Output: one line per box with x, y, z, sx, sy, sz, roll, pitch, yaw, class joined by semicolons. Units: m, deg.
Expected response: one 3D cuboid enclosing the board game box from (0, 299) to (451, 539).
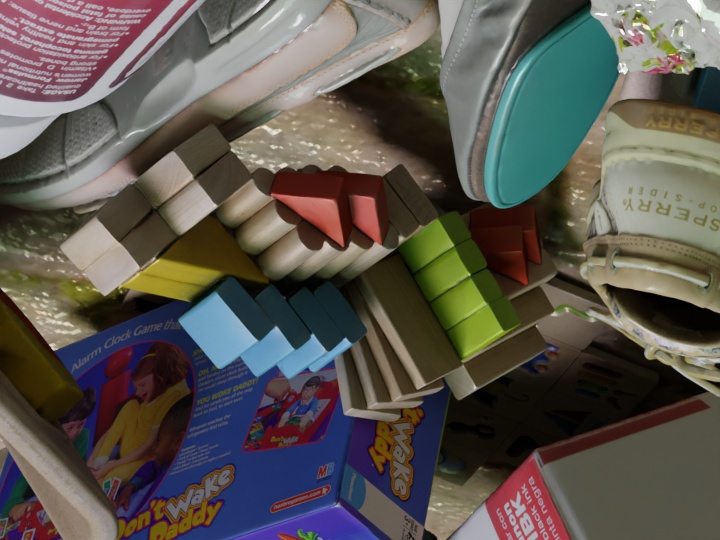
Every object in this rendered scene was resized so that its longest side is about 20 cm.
-0.056;0.069;1.021;0.200;0.135;0.045;-21;131;37;board game box

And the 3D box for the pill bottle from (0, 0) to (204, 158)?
-0.091;-0.114;0.816;0.109;0.110;0.200;28;145;-18;pill bottle

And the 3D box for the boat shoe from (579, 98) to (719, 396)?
0.104;0.002;0.908;0.073;0.063;0.200;11;166;15;boat shoe

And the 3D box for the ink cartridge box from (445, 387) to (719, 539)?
0.101;0.125;1.049;0.144;0.084;0.200;-16;159;-29;ink cartridge box

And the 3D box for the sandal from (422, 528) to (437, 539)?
-0.015;0.086;1.096;0.075;0.048;0.200;29;171;-20;sandal

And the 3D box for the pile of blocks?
0.000;0.000;0.917;0.200;0.082;0.062;7;150;-38;pile of blocks

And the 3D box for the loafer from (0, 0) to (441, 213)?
-0.055;-0.060;0.922;0.063;0.072;0.200;28;143;-31;loafer

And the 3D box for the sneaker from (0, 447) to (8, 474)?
-0.073;0.122;1.204;0.200;0.075;0.081;28;133;-23;sneaker

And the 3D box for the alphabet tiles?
0.009;0.028;1.077;0.199;0.006;0.166;22;147;-8;alphabet tiles

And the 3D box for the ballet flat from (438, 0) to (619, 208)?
0.055;-0.098;0.832;0.064;0.067;0.200;49;152;20;ballet flat

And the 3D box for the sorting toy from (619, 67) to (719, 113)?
0.181;-0.070;0.830;0.185;0.037;0.200;14;147;3;sorting toy

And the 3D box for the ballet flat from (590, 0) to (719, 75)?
0.041;-0.131;0.709;0.200;0.076;0.064;56;140;0;ballet flat

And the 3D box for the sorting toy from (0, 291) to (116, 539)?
-0.160;-0.010;0.966;0.036;0.185;0.200;-36;134;-5;sorting toy
